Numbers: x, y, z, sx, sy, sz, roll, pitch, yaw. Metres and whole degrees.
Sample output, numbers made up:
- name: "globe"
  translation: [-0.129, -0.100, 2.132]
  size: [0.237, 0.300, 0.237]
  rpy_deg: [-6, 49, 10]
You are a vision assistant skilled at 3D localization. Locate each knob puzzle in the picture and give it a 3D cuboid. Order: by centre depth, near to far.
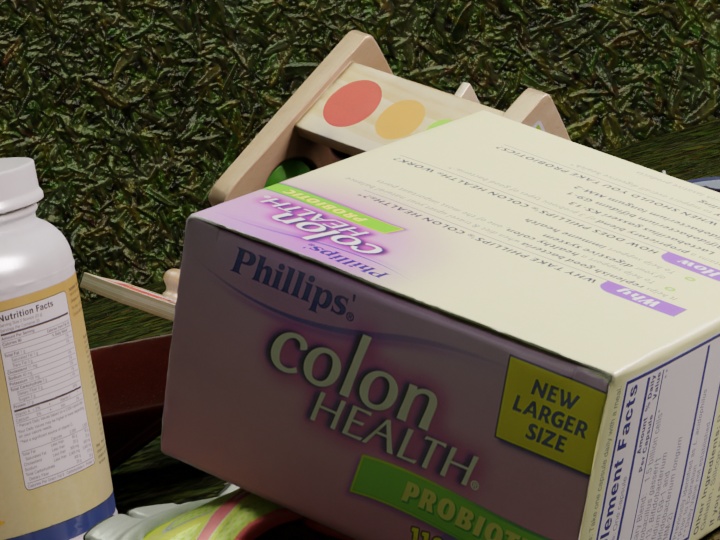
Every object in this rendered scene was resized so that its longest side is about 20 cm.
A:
- name: "knob puzzle"
  translation: [-0.073, 0.027, 1.636]
  size: [0.219, 0.031, 0.220]
  rpy_deg: [19, -1, 0]

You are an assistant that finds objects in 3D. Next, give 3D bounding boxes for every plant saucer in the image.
- name: "plant saucer"
  translation: [-0.188, 0.095, 1.527]
  size: [0.199, 0.037, 0.199]
  rpy_deg: [-9, -17, -36]

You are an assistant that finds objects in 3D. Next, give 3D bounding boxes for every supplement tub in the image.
- name: "supplement tub"
  translation: [-0.203, 0.053, 1.327]
  size: [0.144, 0.201, 0.144]
  rpy_deg: [-9, 8, 1]

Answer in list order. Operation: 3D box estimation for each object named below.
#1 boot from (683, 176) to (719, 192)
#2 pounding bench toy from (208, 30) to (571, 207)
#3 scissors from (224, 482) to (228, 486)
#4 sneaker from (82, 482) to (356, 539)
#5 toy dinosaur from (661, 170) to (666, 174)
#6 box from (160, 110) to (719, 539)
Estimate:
- name: "boot"
  translation: [0.216, -0.005, 1.151]
  size: [0.199, 0.073, 0.090]
  rpy_deg: [-2, -9, 20]
- name: "pounding bench toy"
  translation: [0.000, 0.000, 1.378]
  size: [0.156, 0.124, 0.200]
  rpy_deg: [22, 63, 41]
- name: "scissors"
  translation: [0.028, 0.082, 1.405]
  size: [0.199, 0.014, 0.073]
  rpy_deg: [-16, 6, -13]
- name: "sneaker"
  translation: [-0.013, 0.103, 1.007]
  size: [0.090, 0.079, 0.200]
  rpy_deg: [-1, 19, 41]
- name: "toy dinosaur"
  translation: [0.126, 0.017, 1.294]
  size: [0.077, 0.103, 0.200]
  rpy_deg: [-16, 4, 6]
- name: "box"
  translation: [0.058, 0.028, 0.993]
  size: [0.175, 0.097, 0.200]
  rpy_deg: [21, 24, 29]
